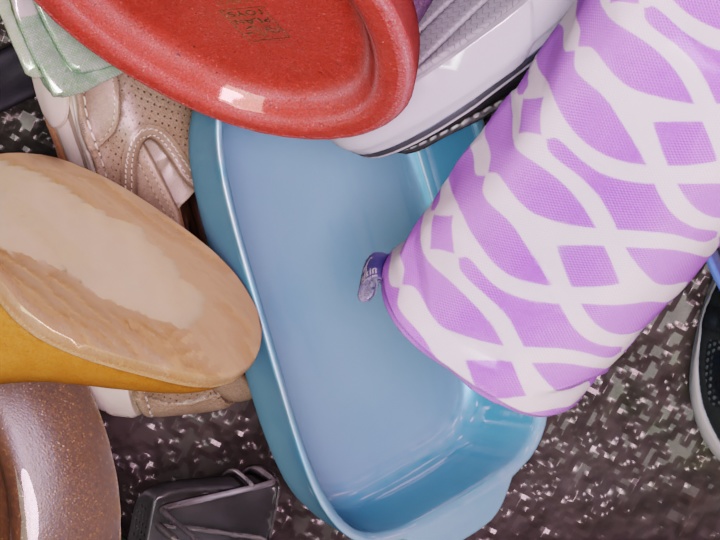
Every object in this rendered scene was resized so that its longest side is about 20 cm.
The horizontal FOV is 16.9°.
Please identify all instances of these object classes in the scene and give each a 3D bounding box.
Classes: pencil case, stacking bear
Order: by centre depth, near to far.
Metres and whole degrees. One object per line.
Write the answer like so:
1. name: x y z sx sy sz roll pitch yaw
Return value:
1. pencil case: 0.086 -0.044 0.750 0.084 0.086 0.200 37 119 -2
2. stacking bear: -0.010 -0.154 0.770 0.121 0.200 0.114 -2 149 34

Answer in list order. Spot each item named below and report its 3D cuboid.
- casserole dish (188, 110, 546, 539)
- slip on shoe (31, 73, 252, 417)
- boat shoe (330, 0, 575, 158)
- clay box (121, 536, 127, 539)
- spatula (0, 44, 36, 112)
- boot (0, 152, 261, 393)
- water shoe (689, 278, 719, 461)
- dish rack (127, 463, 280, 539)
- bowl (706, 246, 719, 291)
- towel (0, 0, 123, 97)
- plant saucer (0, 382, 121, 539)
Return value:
1. casserole dish: 0.000 0.000 0.843 0.039 0.121 0.201 -3 108 50
2. slip on shoe: -0.071 -0.042 0.848 0.060 0.076 0.201 2 108 18
3. boat shoe: 0.077 -0.092 0.803 0.200 0.072 0.071 -36 124 -1
4. clay box: -0.097 0.167 0.920 0.200 0.048 0.115 32 104 0
5. spatula: -0.184 -0.043 0.891 0.200 0.021 0.057 -26 104 11
6. boot: -0.145 0.024 0.810 0.201 0.071 0.144 20 137 -9
7. water shoe: 0.173 -0.010 0.828 0.071 0.079 0.200 28 106 -1
8. dish rack: -0.034 0.163 0.788 0.054 0.200 0.154 3 104 -27
9. bowl: 0.194 -0.040 0.755 0.200 0.039 0.201 -1 88 28
10. towel: -0.077 -0.172 0.798 0.152 0.023 0.200 -25 99 -32
11. plant saucer: -0.180 0.091 0.882 0.200 0.032 0.201 0 91 24
